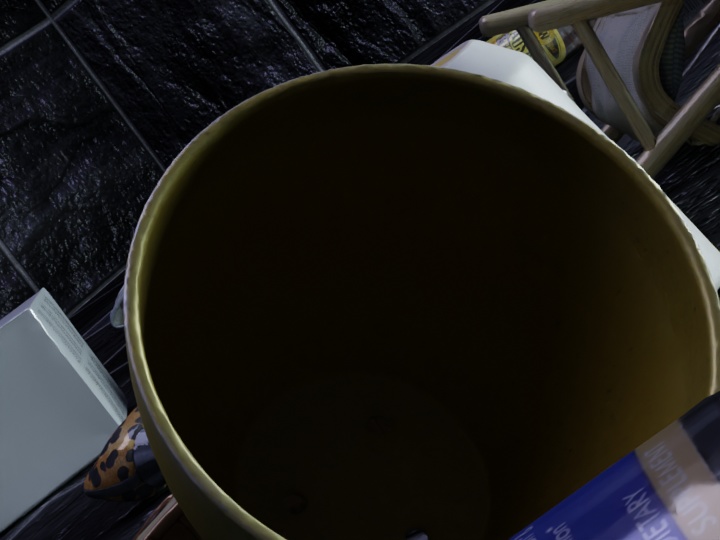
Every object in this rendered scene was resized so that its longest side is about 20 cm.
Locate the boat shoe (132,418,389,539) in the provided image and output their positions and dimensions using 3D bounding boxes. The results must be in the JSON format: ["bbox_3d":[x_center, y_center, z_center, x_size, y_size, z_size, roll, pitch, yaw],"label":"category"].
[{"bbox_3d":[-0.049,0.104,1.015,0.200,0.072,0.072,-46,11,-17],"label":"boat shoe"}]

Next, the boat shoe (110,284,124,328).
[{"bbox_3d":[-0.261,0.008,2.631,0.202,0.074,0.065,-38,12,31],"label":"boat shoe"}]

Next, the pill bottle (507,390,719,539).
[{"bbox_3d":[0.024,0.122,0.370,0.200,0.112,0.112,-36,7,5],"label":"pill bottle"}]

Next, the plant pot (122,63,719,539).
[{"bbox_3d":[0.012,0.050,0.697,0.200,0.200,0.142,-41,-17,-29],"label":"plant pot"}]

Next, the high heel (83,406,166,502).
[{"bbox_3d":[-0.133,0.092,1.450,0.142,0.072,0.200,-29,18,15],"label":"high heel"}]

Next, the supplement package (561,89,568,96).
[{"bbox_3d":[0.023,-0.020,1.089,0.117,0.118,0.200,-2,-10,-27],"label":"supplement package"}]

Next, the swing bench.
[{"bbox_3d":[0.200,-0.154,1.224,0.199,0.130,0.199,-32,7,-1],"label":"swing bench"}]

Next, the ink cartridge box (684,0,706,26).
[{"bbox_3d":[0.321,-0.276,1.691,0.109,0.050,0.200,-32,10,38],"label":"ink cartridge box"}]

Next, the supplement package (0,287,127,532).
[{"bbox_3d":[-0.331,0.137,1.833,0.191,0.147,0.200,-37,7,-2],"label":"supplement package"}]

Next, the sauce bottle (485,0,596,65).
[{"bbox_3d":[0.190,-0.243,2.049,0.200,0.066,0.066,-37,7,20],"label":"sauce bottle"}]

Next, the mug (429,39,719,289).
[{"bbox_3d":[0.062,-0.022,0.929,0.149,0.153,0.187,-38,7,-1],"label":"mug"}]
